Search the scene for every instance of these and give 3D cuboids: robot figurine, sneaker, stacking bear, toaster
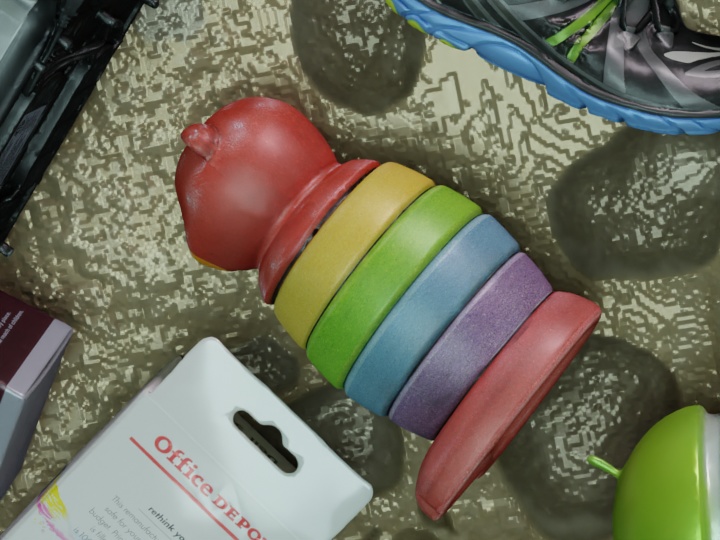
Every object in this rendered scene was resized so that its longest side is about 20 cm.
[{"bbox_3d":[0.205,0.114,1.309,0.199,0.116,0.176,-5,97,11],"label":"robot figurine"},{"bbox_3d":[0.105,-0.120,1.294,0.199,0.071,0.083,24,112,6],"label":"sneaker"},{"bbox_3d":[0.000,0.000,1.326,0.200,0.121,0.114,38,109,7],"label":"stacking bear"},{"bbox_3d":[-0.186,-0.092,1.293,0.119,0.181,0.200,33,107,2],"label":"toaster"}]

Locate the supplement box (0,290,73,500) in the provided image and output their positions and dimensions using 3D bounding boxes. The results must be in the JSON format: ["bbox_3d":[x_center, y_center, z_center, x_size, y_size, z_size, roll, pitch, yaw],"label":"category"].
[{"bbox_3d":[-0.248,0.033,1.379,0.200,0.061,0.109,27,131,2],"label":"supplement box"}]

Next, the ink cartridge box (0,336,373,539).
[{"bbox_3d":[-0.091,0.126,1.388,0.117,0.067,0.200,44,107,-2],"label":"ink cartridge box"}]
